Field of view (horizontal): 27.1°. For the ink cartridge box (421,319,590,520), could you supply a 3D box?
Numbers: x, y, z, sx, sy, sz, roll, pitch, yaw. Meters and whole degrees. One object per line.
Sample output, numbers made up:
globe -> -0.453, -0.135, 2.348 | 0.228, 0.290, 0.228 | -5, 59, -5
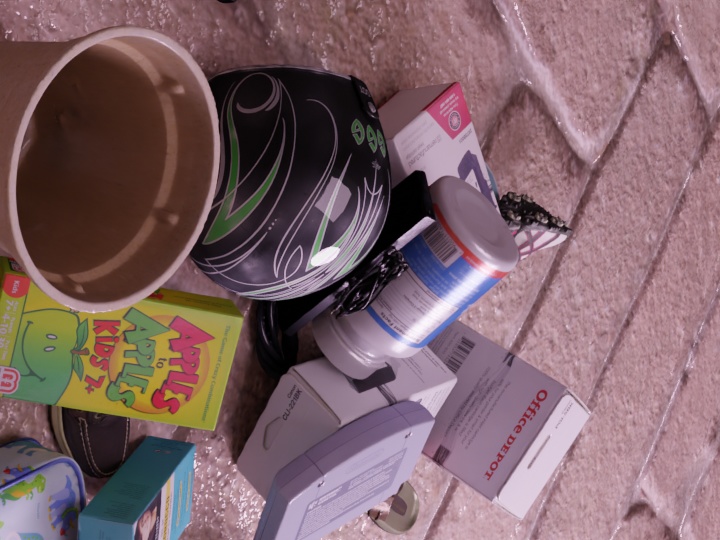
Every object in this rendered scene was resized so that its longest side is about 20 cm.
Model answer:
ink cartridge box -> 0.131, 0.158, 1.648 | 0.148, 0.199, 0.083 | -55, 142, -4

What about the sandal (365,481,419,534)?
sandal -> 0.026, 0.248, 1.681 | 0.201, 0.057, 0.081 | 37, 73, -52

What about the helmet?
helmet -> -0.069, -0.071, 1.338 | 0.199, 0.198, 0.193 | 20, 70, -54

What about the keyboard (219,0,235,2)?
keyboard -> -0.090, -0.318, 1.330 | 0.104, 0.039, 0.201 | 44, 66, -24

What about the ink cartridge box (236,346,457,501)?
ink cartridge box -> -0.013, 0.156, 1.531 | 0.199, 0.084, 0.145 | -14, 140, -49

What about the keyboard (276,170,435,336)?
keyboard -> 0.000, 0.000, 1.392 | 0.039, 0.199, 0.105 | 34, 32, -30

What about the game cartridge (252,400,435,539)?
game cartridge -> -0.016, 0.201, 1.452 | 0.199, 0.041, 0.134 | -24, 151, -39

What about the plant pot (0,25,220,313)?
plant pot -> -0.235, -0.089, 1.096 | 0.199, 0.182, 0.203 | -23, 120, -47

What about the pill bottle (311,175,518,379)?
pill bottle -> 0.047, 0.012, 1.436 | 0.200, 0.113, 0.112 | -42, 153, 25

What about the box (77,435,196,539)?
box -> -0.194, 0.217, 1.305 | 0.200, 0.048, 0.083 | -57, 154, -74

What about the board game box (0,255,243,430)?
board game box -> -0.204, 0.061, 1.217 | 0.198, 0.048, 0.103 | 12, 102, -21

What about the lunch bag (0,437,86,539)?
lunch bag -> -0.296, 0.248, 1.228 | 0.160, 0.082, 0.203 | -23, 121, -46

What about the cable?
cable -> -0.029, 0.054, 1.540 | 0.200, 0.050, 0.165 | 36, 74, -53

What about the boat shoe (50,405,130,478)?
boat shoe -> -0.223, 0.095, 1.282 | 0.073, 0.064, 0.202 | -31, 127, -45

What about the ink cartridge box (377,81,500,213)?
ink cartridge box -> 0.068, -0.071, 1.545 | 0.145, 0.084, 0.202 | -43, 121, -46

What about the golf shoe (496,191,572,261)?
golf shoe -> 0.169, -0.040, 1.729 | 0.199, 0.077, 0.089 | 0, 123, -51

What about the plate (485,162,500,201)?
plate -> 0.095, -0.036, 1.695 | 0.199, 0.025, 0.203 | -26, 124, -47
